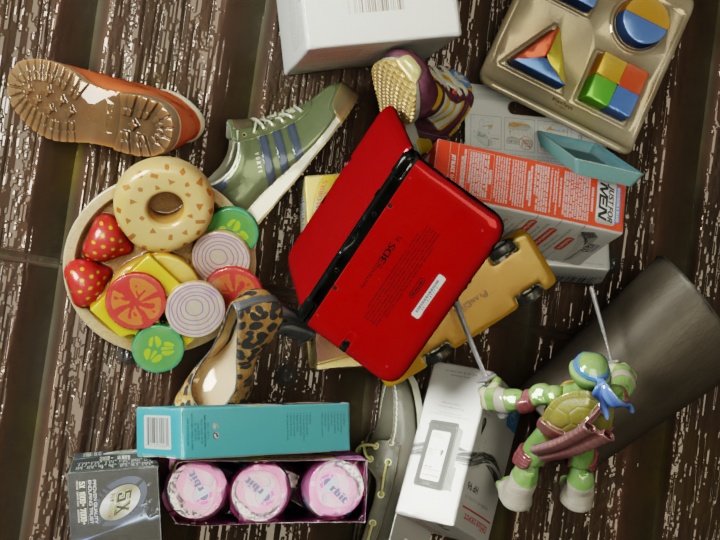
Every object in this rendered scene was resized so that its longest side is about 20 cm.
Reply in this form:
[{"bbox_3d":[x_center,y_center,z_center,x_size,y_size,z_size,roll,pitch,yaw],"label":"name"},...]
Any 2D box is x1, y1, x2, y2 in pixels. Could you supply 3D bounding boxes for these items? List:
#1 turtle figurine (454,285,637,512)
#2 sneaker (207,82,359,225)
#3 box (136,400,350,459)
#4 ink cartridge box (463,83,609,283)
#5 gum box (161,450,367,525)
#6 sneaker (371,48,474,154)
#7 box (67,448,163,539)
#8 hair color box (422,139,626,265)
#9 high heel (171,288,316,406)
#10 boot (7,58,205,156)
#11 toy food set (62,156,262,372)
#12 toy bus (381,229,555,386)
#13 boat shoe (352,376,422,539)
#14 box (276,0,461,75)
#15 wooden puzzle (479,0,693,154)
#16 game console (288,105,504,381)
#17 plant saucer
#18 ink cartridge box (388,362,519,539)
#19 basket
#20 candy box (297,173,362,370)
[{"bbox_3d":[0.190,0.128,1.597,0.144,0.200,0.194,-20,133,-37],"label":"turtle figurine"},{"bbox_3d":[-0.095,-0.131,1.680,0.090,0.067,0.200,40,86,-12],"label":"sneaker"},{"bbox_3d":[-0.111,0.154,1.596,0.200,0.082,0.049,2,86,-40],"label":"box"},{"bbox_3d":[0.182,-0.091,1.751,0.162,0.057,0.200,5,67,-10],"label":"ink cartridge box"},{"bbox_3d":[-0.101,0.216,1.650,0.199,0.113,0.066,1,89,-10],"label":"gum box"},{"bbox_3d":[0.068,-0.182,1.650,0.090,0.200,0.075,-34,76,-8],"label":"sneaker"},{"bbox_3d":[-0.233,0.262,1.582,0.086,0.200,0.164,-3,89,-8],"label":"box"},{"bbox_3d":[0.152,-0.067,1.647,0.200,0.111,0.064,13,70,-13],"label":"hair color box"},{"bbox_3d":[-0.147,0.092,1.620,0.200,0.143,0.071,-40,65,10],"label":"high heel"},{"bbox_3d":[-0.255,-0.164,1.656,0.200,0.107,0.075,20,107,16],"label":"boot"},{"bbox_3d":[-0.195,-0.003,1.642,0.200,0.049,0.198,-43,112,7],"label":"toy food set"},{"bbox_3d":[0.092,0.035,1.635,0.200,0.078,0.065,-33,100,0],"label":"toy bus"},{"bbox_3d":[0.026,0.206,1.694,0.060,0.072,0.202,4,92,-15],"label":"boat shoe"},{"bbox_3d":[0.002,-0.264,1.634,0.152,0.200,0.107,-7,91,-10],"label":"box"},{"bbox_3d":[0.245,-0.248,1.745,0.185,0.046,0.200,25,79,-8],"label":"wooden puzzle"},{"bbox_3d":[0.030,-0.027,1.583,0.172,0.119,0.200,36,111,5],"label":"game console"},{"bbox_3d":[0.226,-0.113,1.651,0.070,0.200,0.019,12,102,-7],"label":"plant saucer"},{"bbox_3d":[0.097,0.206,1.662,0.068,0.116,0.200,9,75,25],"label":"ink cartridge box"},{"bbox_3d":[0.275,0.107,1.707,0.200,0.180,0.136,-38,54,0],"label":"basket"},{"bbox_3d":[0.000,0.000,1.702,0.116,0.056,0.201,-3,88,-10],"label":"candy box"}]
